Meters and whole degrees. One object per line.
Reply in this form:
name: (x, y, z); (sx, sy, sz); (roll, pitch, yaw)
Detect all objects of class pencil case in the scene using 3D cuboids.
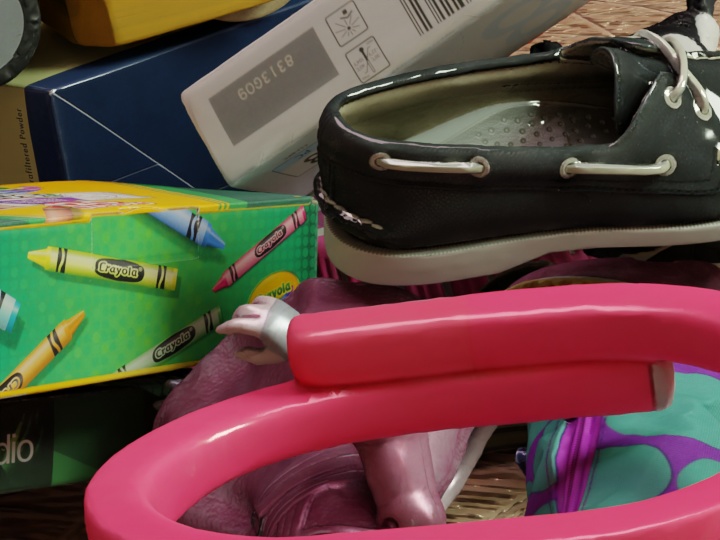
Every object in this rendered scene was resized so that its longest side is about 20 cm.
pencil case: (0.077, 0.083, 0.730); (0.085, 0.092, 0.200); (-38, 11, 20)

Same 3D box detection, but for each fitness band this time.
fitness band: (0.027, 0.052, 0.670); (0.200, 0.038, 0.144); (-7, 24, 9)

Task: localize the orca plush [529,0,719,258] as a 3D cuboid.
orca plush: (0.103, -0.077, 0.983); (0.105, 0.071, 0.200); (-47, 11, 42)

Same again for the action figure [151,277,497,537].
action figure: (-0.007, 0.087, 0.811); (0.149, 0.134, 0.200); (25, 17, -22)

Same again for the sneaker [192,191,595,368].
sneaker: (0.000, 0.000, 1.047); (0.199, 0.082, 0.088); (-7, 20, 4)

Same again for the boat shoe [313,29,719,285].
boat shoe: (0.083, -0.046, 0.860); (0.200, 0.060, 0.076); (-16, 39, -13)

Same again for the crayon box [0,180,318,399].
crayon box: (-0.120, 0.004, 0.898); (0.119, 0.058, 0.200); (5, 7, 35)

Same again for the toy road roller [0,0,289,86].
toy road roller: (-0.128, -0.167, 1.076); (0.200, 0.146, 0.123); (-15, 20, -17)

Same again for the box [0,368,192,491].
box: (-0.168, 0.053, 0.930); (0.200, 0.036, 0.144); (-6, 9, -42)

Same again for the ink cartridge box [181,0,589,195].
ink cartridge box: (0.039, -0.085, 1.030); (0.160, 0.047, 0.200); (-34, -15, 17)

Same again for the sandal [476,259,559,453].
sandal: (0.059, 0.030, 0.964); (0.201, 0.057, 0.080); (-14, 19, -14)

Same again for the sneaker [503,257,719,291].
sneaker: (0.148, 0.028, 0.909); (0.200, 0.075, 0.090); (9, 24, 22)

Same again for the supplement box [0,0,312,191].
supplement box: (-0.110, -0.055, 1.179); (0.200, 0.135, 0.200); (-23, 23, -37)

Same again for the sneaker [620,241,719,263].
sneaker: (0.160, -0.019, 1.071); (0.099, 0.071, 0.200); (19, -8, -10)
